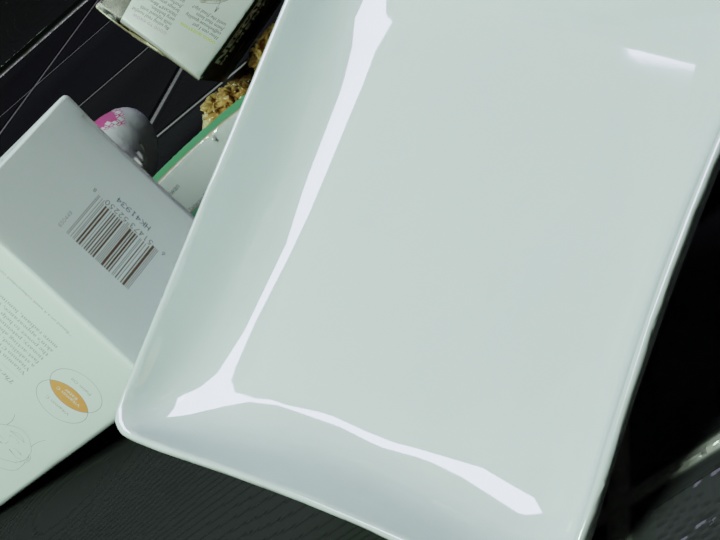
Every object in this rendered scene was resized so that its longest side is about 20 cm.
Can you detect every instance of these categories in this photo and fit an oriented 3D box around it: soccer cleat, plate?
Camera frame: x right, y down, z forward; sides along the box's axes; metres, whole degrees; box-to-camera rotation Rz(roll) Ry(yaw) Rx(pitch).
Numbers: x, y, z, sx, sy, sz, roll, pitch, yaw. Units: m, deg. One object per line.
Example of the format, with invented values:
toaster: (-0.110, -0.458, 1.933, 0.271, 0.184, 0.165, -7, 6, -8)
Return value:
soccer cleat: (-0.166, -0.047, 1.335, 0.086, 0.070, 0.200, -14, 31, 31)
plate: (0.028, -0.016, 0.604, 0.200, 0.032, 0.200, 14, 80, 46)

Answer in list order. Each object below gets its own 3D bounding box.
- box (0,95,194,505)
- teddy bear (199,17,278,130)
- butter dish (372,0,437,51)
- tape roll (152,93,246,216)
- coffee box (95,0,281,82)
box: (-0.173, 0.026, 0.988, 0.200, 0.124, 0.097, -35, 15, 44)
teddy bear: (-0.026, -0.136, 1.229, 0.200, 0.067, 0.145, -46, 5, 15)
butter dish: (0.051, -0.106, 0.726, 0.200, 0.148, 0.199, -33, 24, 22)
tape roll: (-0.074, -0.039, 1.090, 0.200, 0.048, 0.200, -40, 15, 13)
coffee box: (-0.067, -0.218, 1.214, 0.200, 0.080, 0.113, -54, 0, 5)
